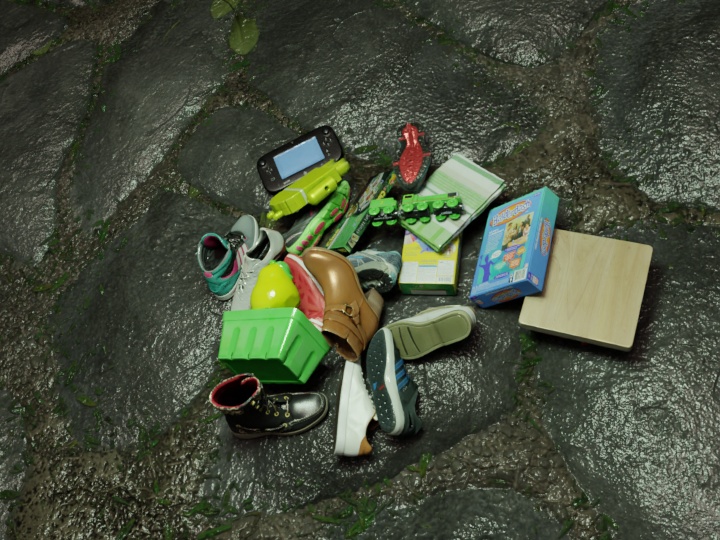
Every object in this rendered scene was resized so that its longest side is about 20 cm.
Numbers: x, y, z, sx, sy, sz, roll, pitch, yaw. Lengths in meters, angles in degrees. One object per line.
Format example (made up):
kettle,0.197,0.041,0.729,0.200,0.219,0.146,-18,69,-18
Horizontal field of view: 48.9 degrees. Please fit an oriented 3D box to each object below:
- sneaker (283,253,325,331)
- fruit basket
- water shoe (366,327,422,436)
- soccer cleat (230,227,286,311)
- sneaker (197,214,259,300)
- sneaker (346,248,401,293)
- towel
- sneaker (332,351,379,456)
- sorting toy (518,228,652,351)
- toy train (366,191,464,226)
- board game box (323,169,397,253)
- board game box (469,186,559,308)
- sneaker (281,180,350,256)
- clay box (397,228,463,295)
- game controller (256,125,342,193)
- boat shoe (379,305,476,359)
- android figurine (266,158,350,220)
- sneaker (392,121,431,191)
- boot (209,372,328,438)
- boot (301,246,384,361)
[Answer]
sneaker,-0.120,0.059,1.577,0.115,0.079,0.200,-40,55,-10
fruit basket,-0.158,0.097,1.492,0.211,0.156,0.219,-22,42,21
water shoe,0.062,0.205,1.439,0.071,0.078,0.205,-37,49,42
soccer cleat,-0.220,0.007,1.619,0.068,0.085,0.203,25,84,28
sneaker,-0.282,-0.054,1.668,0.081,0.122,0.204,5,61,20
sneaker,0.000,0.000,1.575,0.196,0.079,0.087,0,39,36
towel,0.176,-0.136,1.579,0.200,0.031,0.148,-43,51,-13
sneaker,-0.002,0.243,1.446,0.082,0.073,0.204,8,58,-6
sorting toy,0.406,0.042,1.425,0.194,0.070,0.204,11,63,23
toy train,0.107,-0.123,1.552,0.194,0.042,0.057,-5,42,17
board game box,0.000,-0.119,1.644,0.202,0.023,0.104,-58,24,-18
board game box,0.287,-0.042,1.478,0.151,0.044,0.204,-22,44,52
sneaker,-0.096,-0.122,1.678,0.083,0.077,0.201,34,73,27
clay box,0.144,-0.051,1.577,0.112,0.048,0.204,1,59,17
game controller,-0.137,-0.249,1.788,0.196,0.042,0.106,-27,56,2
boat shoe,0.125,0.112,1.472,0.196,0.068,0.077,-13,100,28
android figurine,-0.114,-0.169,1.674,0.199,0.042,0.181,-39,19,-17
sneaker,0.118,-0.221,1.652,0.077,0.097,0.203,-9,42,15
boot,-0.167,0.241,1.437,0.194,0.152,0.075,-10,57,10
boot,-0.048,0.060,1.470,0.198,0.074,0.156,37,45,-8
